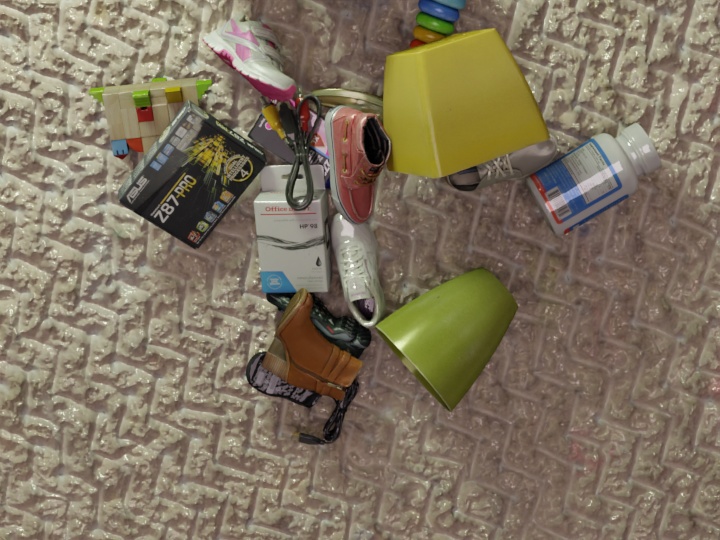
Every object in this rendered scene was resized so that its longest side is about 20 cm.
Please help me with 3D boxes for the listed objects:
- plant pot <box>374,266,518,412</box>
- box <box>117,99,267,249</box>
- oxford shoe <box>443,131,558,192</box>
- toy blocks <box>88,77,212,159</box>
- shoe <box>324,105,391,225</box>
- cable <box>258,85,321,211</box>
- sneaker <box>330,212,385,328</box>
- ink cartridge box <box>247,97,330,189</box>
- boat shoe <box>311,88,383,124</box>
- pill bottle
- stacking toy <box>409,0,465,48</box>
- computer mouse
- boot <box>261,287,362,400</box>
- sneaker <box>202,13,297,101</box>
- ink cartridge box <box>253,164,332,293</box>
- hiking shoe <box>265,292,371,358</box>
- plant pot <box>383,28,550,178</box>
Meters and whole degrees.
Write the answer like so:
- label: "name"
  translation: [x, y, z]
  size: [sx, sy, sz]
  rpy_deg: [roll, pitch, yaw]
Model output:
- label: "plant pot"
  translation: [0.157, 0.094, 1.643]
  size: [0.200, 0.187, 0.187]
  rpy_deg: [-43, 97, -5]
- label: "box"
  translation: [-0.274, -0.153, 1.623]
  size: [0.161, 0.049, 0.200]
  rpy_deg: [34, 108, -28]
- label: "oxford shoe"
  translation: [0.224, -0.173, 1.610]
  size: [0.198, 0.058, 0.076]
  rpy_deg: [-15, 108, 19]
- label: "toy blocks"
  translation: [-0.334, -0.235, 1.630]
  size: [0.197, 0.100, 0.138]
  rpy_deg: [-7, 115, -6]
- label: "shoe"
  translation: [0.002, -0.158, 1.574]
  size: [0.071, 0.091, 0.202]
  rpy_deg: [-28, 121, -32]
- label: "cable"
  translation: [-0.095, -0.199, 1.595]
  size: [0.096, 0.050, 0.203]
  rpy_deg: [-14, 90, -1]
- label: "sneaker"
  translation: [0.000, 0.000, 1.655]
  size: [0.074, 0.100, 0.202]
  rpy_deg: [-16, 99, 8]
- label: "ink cartridge box"
  translation: [-0.080, -0.208, 1.649]
  size: [0.199, 0.037, 0.095]
  rpy_deg: [32, 101, -6]
- label: "boat shoe"
  translation: [0.015, -0.253, 1.618]
  size: [0.198, 0.073, 0.064]
  rpy_deg: [10, 97, -7]
- label: "pill bottle"
  translation: [0.376, -0.150, 1.603]
  size: [0.199, 0.112, 0.113]
  rpy_deg: [-30, 99, 7]
- label: "stacking toy"
  translation: [0.114, -0.389, 1.584]
  size: [0.084, 0.085, 0.202]
  rpy_deg: [20, 106, -2]
- label: "computer mouse"
  translation: [-0.112, 0.222, 1.732]
  size: [0.198, 0.046, 0.142]
  rpy_deg: [16, 95, -10]
- label: "boot"
  translation: [-0.066, 0.124, 1.630]
  size: [0.153, 0.074, 0.201]
  rpy_deg: [25, 136, -1]
- label: "sneaker"
  translation: [-0.163, -0.344, 1.570]
  size: [0.200, 0.081, 0.088]
  rpy_deg: [42, 92, 27]
- label: "ink cartridge box"
  translation: [-0.112, -0.068, 1.643]
  size: [0.114, 0.067, 0.203]
  rpy_deg: [-1, 110, 8]
- label: "hiking shoe"
  translation: [-0.082, 0.099, 1.692]
  size: [0.199, 0.074, 0.087]
  rpy_deg: [32, 113, 3]
- label: "plant pot"
  translation: [0.141, -0.260, 1.511]
  size: [0.198, 0.200, 0.179]
  rpy_deg: [-19, 105, -16]
